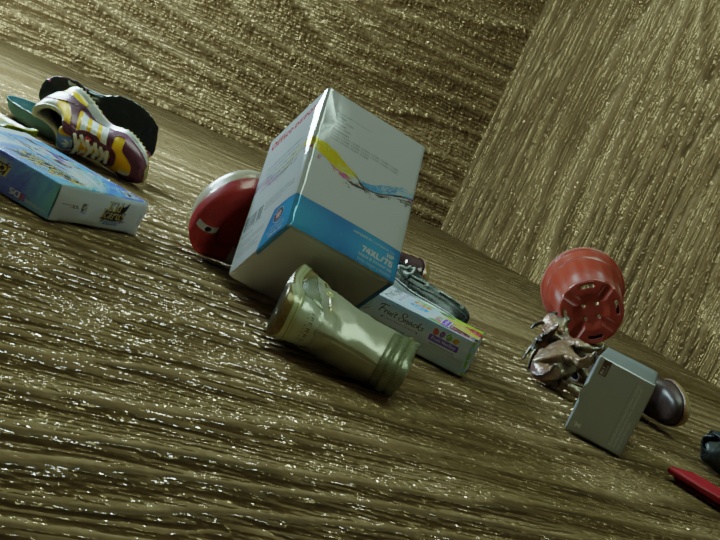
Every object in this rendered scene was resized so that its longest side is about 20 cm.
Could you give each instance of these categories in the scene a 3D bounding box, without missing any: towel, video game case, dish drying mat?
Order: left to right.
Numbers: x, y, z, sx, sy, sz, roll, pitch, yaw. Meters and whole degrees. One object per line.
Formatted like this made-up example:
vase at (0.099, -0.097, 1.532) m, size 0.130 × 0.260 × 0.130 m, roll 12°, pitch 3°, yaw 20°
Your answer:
towel at (-0.563, -0.240, 1.858) m, size 0.198 × 0.018 × 0.086 m, roll 28°, pitch 6°, yaw 19°
video game case at (-0.368, -0.110, 1.461) m, size 0.198 × 0.046 × 0.181 m, roll 28°, pitch 8°, yaw 20°
dish drying mat at (0.473, 0.300, 1.587) m, size 0.076 × 0.018 × 0.199 m, roll 20°, pitch 7°, yaw -47°

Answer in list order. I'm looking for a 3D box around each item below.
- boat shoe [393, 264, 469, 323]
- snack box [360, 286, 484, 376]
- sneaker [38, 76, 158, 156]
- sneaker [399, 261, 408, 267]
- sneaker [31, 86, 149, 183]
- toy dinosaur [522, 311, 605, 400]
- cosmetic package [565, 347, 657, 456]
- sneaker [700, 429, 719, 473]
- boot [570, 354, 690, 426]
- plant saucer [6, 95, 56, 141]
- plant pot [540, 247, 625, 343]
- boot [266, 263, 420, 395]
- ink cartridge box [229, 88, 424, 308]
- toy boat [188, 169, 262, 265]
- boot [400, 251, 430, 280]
boat shoe at (0.063, 0.028, 1.806) m, size 0.198 × 0.074 × 0.068 m, roll 28°, pitch 48°, yaw 11°
snack box at (0.061, 0.065, 1.693) m, size 0.198 × 0.054 × 0.142 m, roll 27°, pitch 5°, yaw 8°
sneaker at (-0.408, -0.246, 2.034) m, size 0.198 × 0.081 × 0.086 m, roll 31°, pitch -5°, yaw -11°
sneaker at (0.000, 0.000, 1.873) m, size 0.198 × 0.077 × 0.077 m, roll 25°, pitch 2°, yaw -20°
sneaker at (-0.401, -0.189, 1.910) m, size 0.199 × 0.075 × 0.090 m, roll 40°, pitch 43°, yaw 19°
toy dinosaur at (0.295, 0.136, 1.955) m, size 0.134 × 0.087 × 0.199 m, roll 17°, pitch 19°, yaw 24°
cosmetic package at (0.334, 0.169, 1.696) m, size 0.089 × 0.108 × 0.200 m, roll 27°, pitch 8°, yaw 10°
sneaker at (0.559, 0.270, 1.937) m, size 0.090 × 0.077 × 0.200 m, roll 20°, pitch 2°, yaw 20°
boot at (0.416, 0.190, 2.071) m, size 0.164 × 0.073 × 0.200 m, roll 9°, pitch 15°, yaw -25°
plant saucer at (-0.473, -0.224, 2.049) m, size 0.198 × 0.028 × 0.200 m, roll 25°, pitch 6°, yaw -3°
plant pot at (0.515, 0.069, 2.932) m, size 0.199 × 0.203 × 0.195 m, roll 25°, pitch 15°, yaw -2°
boot at (-0.016, 0.063, 1.338) m, size 0.153 × 0.073 × 0.200 m, roll 27°, pitch 7°, yaw -3°
ink cartridge box at (-0.037, -0.071, 1.493) m, size 0.145 × 0.202 × 0.146 m, roll 28°, pitch -35°, yaw -21°
toy boat at (-0.115, -0.029, 1.582) m, size 0.198 × 0.131 × 0.132 m, roll 23°, pitch 36°, yaw -26°
boot at (0.014, -0.017, 2.120) m, size 0.165 × 0.073 × 0.200 m, roll 22°, pitch 0°, yaw -21°
